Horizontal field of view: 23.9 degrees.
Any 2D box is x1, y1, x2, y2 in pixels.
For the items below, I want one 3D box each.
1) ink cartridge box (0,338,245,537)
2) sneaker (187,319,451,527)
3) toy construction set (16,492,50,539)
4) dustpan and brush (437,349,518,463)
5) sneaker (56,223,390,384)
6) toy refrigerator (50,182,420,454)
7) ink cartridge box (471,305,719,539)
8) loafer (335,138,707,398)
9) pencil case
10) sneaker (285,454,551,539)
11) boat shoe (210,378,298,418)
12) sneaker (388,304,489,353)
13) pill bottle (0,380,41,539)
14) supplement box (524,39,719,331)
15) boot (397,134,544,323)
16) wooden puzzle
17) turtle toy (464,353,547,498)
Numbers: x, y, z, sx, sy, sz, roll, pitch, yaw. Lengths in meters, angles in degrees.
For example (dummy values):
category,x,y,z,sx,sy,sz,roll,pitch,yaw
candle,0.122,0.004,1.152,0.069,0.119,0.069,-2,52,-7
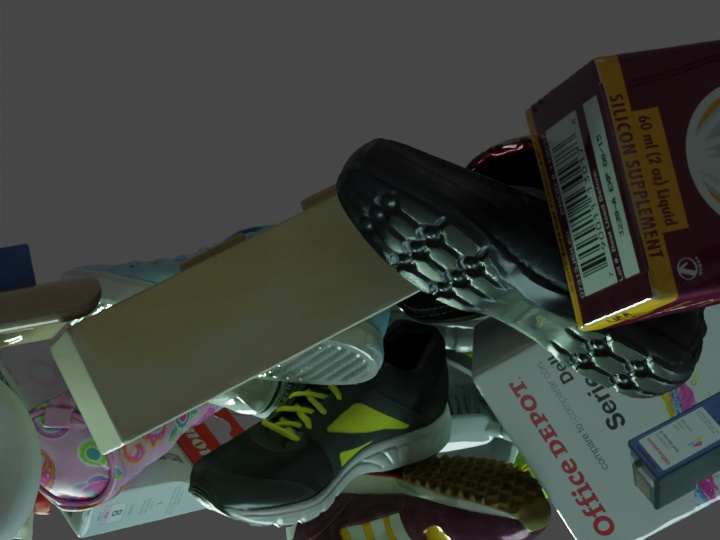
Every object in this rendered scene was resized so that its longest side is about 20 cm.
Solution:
category,x,y,z,sx,sy,sz,roll,pitch,yaw
ink cartridge box,-0.166,0.114,1.291,0.199,0.163,0.057,-10,135,-40
sneaker,-0.023,0.083,0.996,0.074,0.085,0.199,22,-151,37
toy construction set,-0.303,0.132,1.152,0.199,0.132,0.092,6,168,-25
dustpan and brush,0.075,0.100,1.099,0.199,0.140,0.057,-7,-157,9
sneaker,-0.076,0.012,0.978,0.199,0.082,0.074,9,147,11
toy refrigerator,-0.054,0.016,0.869,0.199,0.070,0.076,-26,179,-19
ink cartridge box,0.184,0.057,0.998,0.199,0.146,0.088,-29,-167,15
loafer,0.081,-0.010,0.824,0.200,0.071,0.068,29,147,-11
pencil case,-0.156,0.092,1.202,0.087,0.088,0.200,-17,-168,32
sneaker,0.035,0.164,1.049,0.199,0.091,0.075,2,-171,43
boat shoe,-0.125,0.049,1.077,0.086,0.075,0.202,15,-177,-36
sneaker,0.000,0.000,1.073,0.199,0.081,0.074,5,-162,-18
pill bottle,-0.247,0.109,0.944,0.111,0.113,0.200,-10,177,-21
supplement box,0.191,-0.048,0.783,0.199,0.111,0.086,-11,173,-18
boot,0.081,-0.023,0.946,0.199,0.074,0.150,-20,172,24
wooden puzzle,-0.242,0.024,0.885,0.184,0.047,0.200,-10,177,-20
turtle toy,0.130,0.088,1.166,0.200,0.147,0.101,-32,161,36
